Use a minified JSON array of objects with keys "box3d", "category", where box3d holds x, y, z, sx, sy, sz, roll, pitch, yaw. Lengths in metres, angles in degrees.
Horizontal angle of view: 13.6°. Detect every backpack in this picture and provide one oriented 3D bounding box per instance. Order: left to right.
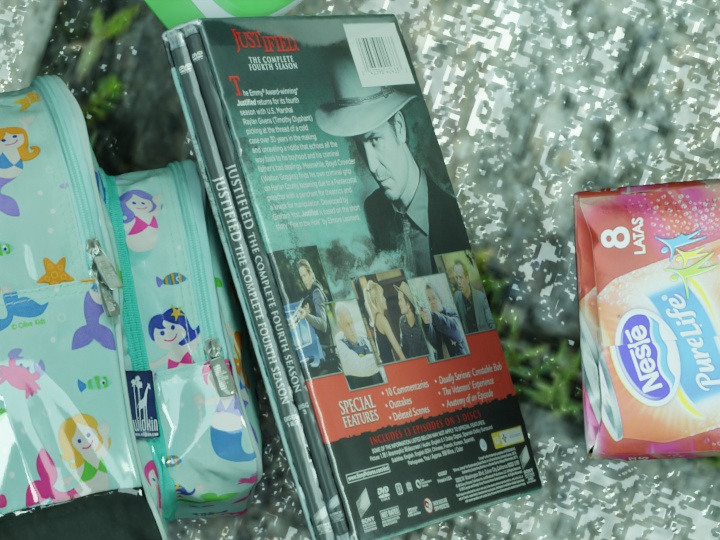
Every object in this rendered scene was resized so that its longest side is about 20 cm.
[{"box3d":[-0.120,0.026,1.155,0.150,0.178,0.201,-19,79,-9],"category":"backpack"}]

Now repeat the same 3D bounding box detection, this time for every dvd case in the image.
[{"box3d":[0.000,0.000,1.147,0.022,0.146,0.201,-19,86,31],"category":"dvd case"}]

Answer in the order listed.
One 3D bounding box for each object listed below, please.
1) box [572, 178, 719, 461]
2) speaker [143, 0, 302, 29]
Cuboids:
[{"box3d":[0.135,0.016,1.101,0.099,0.200,0.096,-4,89,9],"category":"box"},{"box3d":[-0.007,-0.173,1.189,0.200,0.088,0.089,-37,83,6],"category":"speaker"}]
